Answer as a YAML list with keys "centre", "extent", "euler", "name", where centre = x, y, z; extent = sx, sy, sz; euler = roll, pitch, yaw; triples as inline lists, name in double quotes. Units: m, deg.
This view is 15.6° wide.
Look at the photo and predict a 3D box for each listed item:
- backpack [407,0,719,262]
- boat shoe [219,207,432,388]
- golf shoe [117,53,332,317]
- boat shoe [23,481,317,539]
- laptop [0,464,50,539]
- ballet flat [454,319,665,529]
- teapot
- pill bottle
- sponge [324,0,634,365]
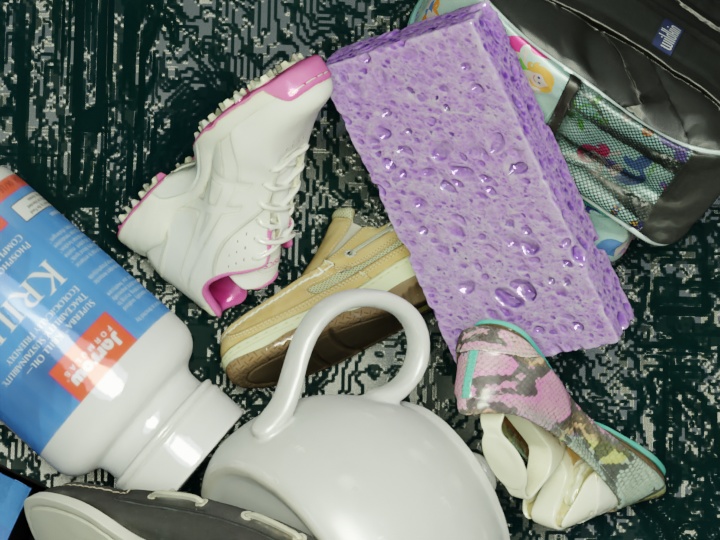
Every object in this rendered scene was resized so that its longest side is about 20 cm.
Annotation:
- centre: [0.124, -0.117, 1.498]
  extent: [0.200, 0.151, 0.178]
  euler: [35, 38, -4]
  name: "backpack"
- centre: [0.000, 0.000, 1.538]
  extent: [0.199, 0.072, 0.076]
  euler: [-24, 73, -17]
  name: "boat shoe"
- centre: [-0.059, -0.047, 1.478]
  extent: [0.075, 0.200, 0.092]
  euler: [-34, 84, -40]
  name: "golf shoe"
- centre: [-0.099, 0.147, 1.408]
  extent: [0.060, 0.199, 0.074]
  euler: [-41, 125, -34]
  name: "boat shoe"
- centre: [-0.204, 0.202, 1.467]
  extent: [0.199, 0.103, 0.178]
  euler: [21, 82, 27]
  name: "laptop"
- centre: [0.106, 0.101, 1.481]
  extent: [0.069, 0.200, 0.071]
  euler: [5, 64, 37]
  name: "ballet flat"
- centre: [0.014, 0.141, 1.467]
  extent: [0.146, 0.200, 0.198]
  euler: [-31, 69, -27]
  name: "teapot"
- centre: [-0.165, 0.044, 1.489]
  extent: [0.200, 0.112, 0.112]
  euler: [40, 82, 1]
  name: "pill bottle"
- centre: [0.064, -0.043, 1.448]
  extent: [0.030, 0.111, 0.201]
  euler: [-45, 115, -47]
  name: "sponge"
